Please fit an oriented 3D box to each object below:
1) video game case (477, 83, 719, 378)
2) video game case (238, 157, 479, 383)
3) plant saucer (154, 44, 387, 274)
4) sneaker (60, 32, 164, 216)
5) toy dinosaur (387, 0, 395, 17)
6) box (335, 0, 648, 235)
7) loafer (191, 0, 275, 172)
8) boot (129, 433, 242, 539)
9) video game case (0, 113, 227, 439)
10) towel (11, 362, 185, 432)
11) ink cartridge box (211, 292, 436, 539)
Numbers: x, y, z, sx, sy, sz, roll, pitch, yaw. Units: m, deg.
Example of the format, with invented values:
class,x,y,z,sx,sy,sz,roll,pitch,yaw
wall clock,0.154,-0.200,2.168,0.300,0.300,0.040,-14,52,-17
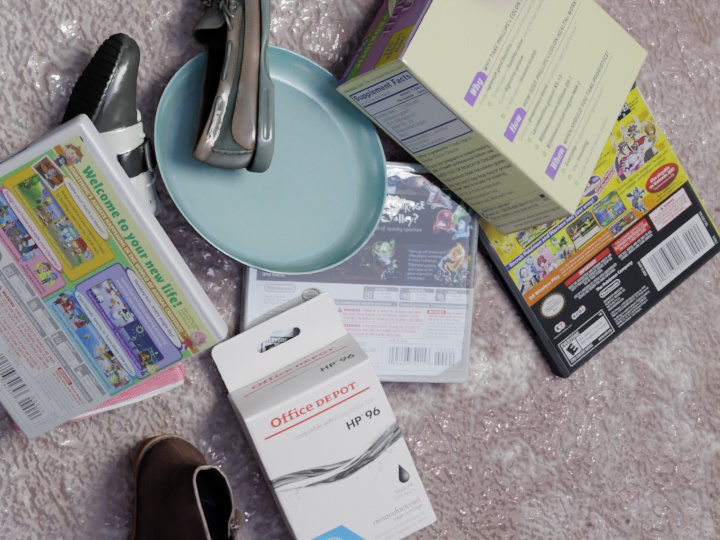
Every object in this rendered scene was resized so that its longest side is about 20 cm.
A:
class,x,y,z,sx,sy,sz,roll,pitch,yaw
video game case,0.206,-0.037,1.616,0.199,0.025,0.182,-37,108,-14
video game case,0.000,0.000,1.523,0.198,0.023,0.184,2,95,-16
plant saucer,-0.073,-0.085,1.451,0.198,0.027,0.202,11,62,-22
sneaker,-0.189,-0.081,1.422,0.088,0.074,0.202,12,102,-25
toy dinosaur,-0.021,-0.294,1.438,0.101,0.077,0.202,-17,107,-9
box,0.110,-0.163,1.498,0.200,0.096,0.177,39,62,-23
loafer,-0.103,-0.174,1.422,0.062,0.072,0.202,1,70,-16
boot,-0.133,0.230,1.422,0.072,0.166,0.202,-11,100,-21
video game case,-0.225,0.009,1.355,0.181,0.022,0.201,-27,113,13
towel,-0.230,0.022,1.390,0.145,0.030,0.201,-17,116,7
ink cartridge box,-0.030,0.134,1.489,0.115,0.068,0.201,-26,111,-8
